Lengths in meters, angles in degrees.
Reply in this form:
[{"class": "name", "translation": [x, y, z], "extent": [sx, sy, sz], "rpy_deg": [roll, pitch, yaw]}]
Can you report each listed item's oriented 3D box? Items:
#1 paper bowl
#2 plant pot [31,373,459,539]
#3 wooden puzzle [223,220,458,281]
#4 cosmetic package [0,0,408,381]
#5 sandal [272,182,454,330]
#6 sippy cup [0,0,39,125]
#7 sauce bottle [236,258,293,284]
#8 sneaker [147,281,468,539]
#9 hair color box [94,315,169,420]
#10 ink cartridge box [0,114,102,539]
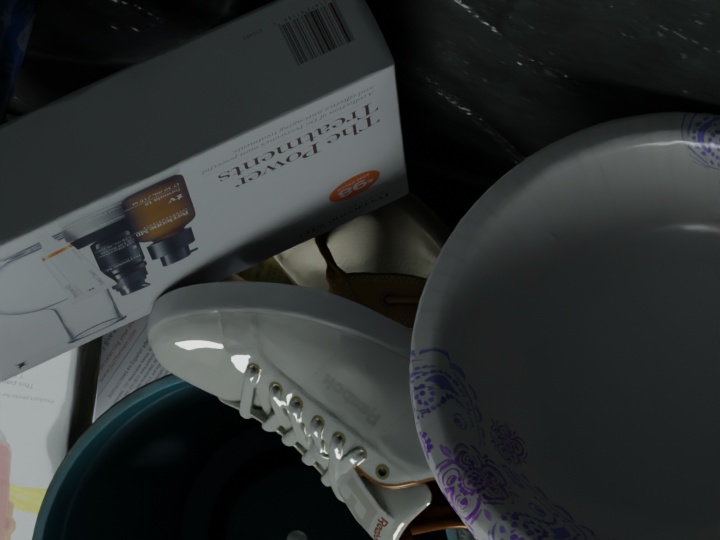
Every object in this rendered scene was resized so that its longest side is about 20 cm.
[{"class": "paper bowl", "translation": [0.126, 0.047, 1.140], "extent": [0.200, 0.201, 0.104], "rpy_deg": [15, 164, 21]}, {"class": "plant pot", "translation": [-0.041, 0.138, 1.392], "extent": [0.199, 0.201, 0.188], "rpy_deg": [20, -176, 6]}, {"class": "wooden puzzle", "translation": [0.001, 0.004, 1.473], "extent": [0.184, 0.037, 0.200], "rpy_deg": [17, 159, 18]}, {"class": "cosmetic package", "translation": [-0.080, -0.035, 1.190], "extent": [0.151, 0.199, 0.052], "rpy_deg": [80, 164, -74]}, {"class": "sandal", "translation": [0.022, 0.032, 1.284], "extent": [0.080, 0.054, 0.200], "rpy_deg": [-33, 95, 31]}, {"class": "sippy cup", "translation": [-0.203, -0.093, 1.238], "extent": [0.139, 0.131, 0.178], "rpy_deg": [27, 163, -13]}, {"class": "sauce bottle", "translation": [0.000, 0.000, 1.349], "extent": [0.199, 0.065, 0.065], "rpy_deg": [31, 165, 6]}, {"class": "sneaker", "translation": [-0.003, 0.067, 1.213], "extent": [0.199, 0.085, 0.073], "rpy_deg": [18, 149, 6]}, {"class": "hair color box", "translation": [-0.185, 0.004, 1.515], "extent": [0.200, 0.111, 0.064], "rpy_deg": [34, -176, -22]}, {"class": "ink cartridge box", "translation": [-0.170, 0.047, 1.392], "extent": [0.083, 0.145, 0.201], "rpy_deg": [9, 127, -2]}]
